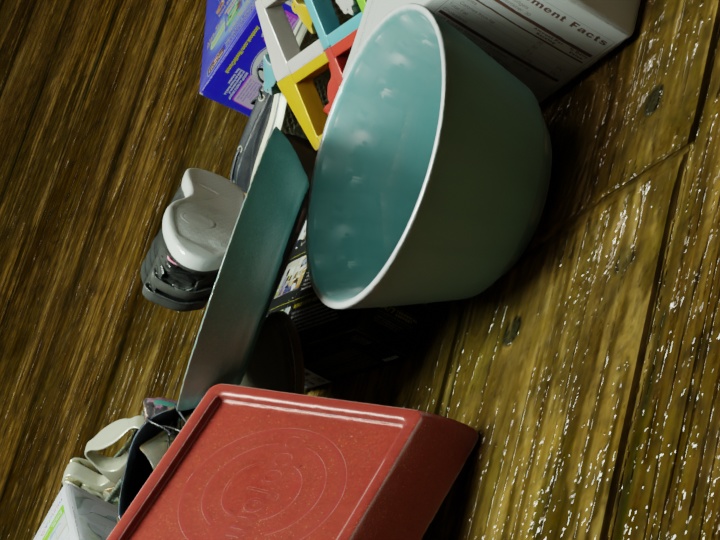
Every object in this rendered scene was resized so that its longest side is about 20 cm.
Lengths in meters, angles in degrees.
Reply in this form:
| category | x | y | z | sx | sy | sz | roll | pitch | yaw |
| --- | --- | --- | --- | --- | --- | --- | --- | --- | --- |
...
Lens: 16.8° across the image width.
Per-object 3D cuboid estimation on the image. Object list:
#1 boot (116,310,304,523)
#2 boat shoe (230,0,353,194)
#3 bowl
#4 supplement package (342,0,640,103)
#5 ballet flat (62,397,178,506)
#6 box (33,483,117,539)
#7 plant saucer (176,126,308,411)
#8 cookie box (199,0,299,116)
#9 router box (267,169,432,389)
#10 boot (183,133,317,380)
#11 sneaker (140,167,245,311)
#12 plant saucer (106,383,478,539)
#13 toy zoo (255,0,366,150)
| category | x | y | z | sx | sy | sz | roll | pitch | yaw |
| --- | --- | --- | --- | --- | --- | --- | --- | --- | --- |
| boot | -0.106 | 0.117 | 1.723 | 0.075 | 0.096 | 0.201 | 51 | 133 | 43 |
| boat shoe | -0.057 | -0.141 | 2.025 | 0.062 | 0.074 | 0.201 | 13 | 81 | 49 |
| bowl | 0.052 | -0.060 | 1.567 | 0.201 | 0.104 | 0.202 | -50 | 31 | 47 |
| supplement package | 0.093 | -0.187 | 1.629 | 0.200 | 0.117 | 0.118 | -36 | 31 | 53 |
| ballet flat | -0.203 | 0.168 | 2.023 | 0.200 | 0.071 | 0.069 | -50 | 24 | 36 |
| box | -0.230 | 0.297 | 1.889 | 0.201 | 0.096 | 0.177 | -61 | 20 | 9 |
| plant saucer | -0.073 | 0.004 | 1.624 | 0.200 | 0.036 | 0.202 | -161 | 90 | -90 |
| cookie box | -0.072 | -0.261 | 2.222 | 0.171 | 0.075 | 0.201 | -52 | 22 | 32 |
| router box | 0.000 | 0.000 | 1.733 | 0.200 | 0.051 | 0.150 | -20 | 46 | 64 |
| boot | -0.082 | 0.003 | 1.944 | 0.187 | 0.064 | 0.201 | -68 | 0 | -68 |
| sneaker | -0.128 | -0.005 | 1.863 | 0.200 | 0.070 | 0.100 | -95 | 26 | -73 |
| plant saucer | -0.056 | 0.142 | 1.474 | 0.199 | 0.037 | 0.200 | 6 | 45 | 30 |
| toy zoo | -0.017 | -0.177 | 1.903 | 0.200 | 0.020 | 0.132 | -29 | 83 | 53 |
